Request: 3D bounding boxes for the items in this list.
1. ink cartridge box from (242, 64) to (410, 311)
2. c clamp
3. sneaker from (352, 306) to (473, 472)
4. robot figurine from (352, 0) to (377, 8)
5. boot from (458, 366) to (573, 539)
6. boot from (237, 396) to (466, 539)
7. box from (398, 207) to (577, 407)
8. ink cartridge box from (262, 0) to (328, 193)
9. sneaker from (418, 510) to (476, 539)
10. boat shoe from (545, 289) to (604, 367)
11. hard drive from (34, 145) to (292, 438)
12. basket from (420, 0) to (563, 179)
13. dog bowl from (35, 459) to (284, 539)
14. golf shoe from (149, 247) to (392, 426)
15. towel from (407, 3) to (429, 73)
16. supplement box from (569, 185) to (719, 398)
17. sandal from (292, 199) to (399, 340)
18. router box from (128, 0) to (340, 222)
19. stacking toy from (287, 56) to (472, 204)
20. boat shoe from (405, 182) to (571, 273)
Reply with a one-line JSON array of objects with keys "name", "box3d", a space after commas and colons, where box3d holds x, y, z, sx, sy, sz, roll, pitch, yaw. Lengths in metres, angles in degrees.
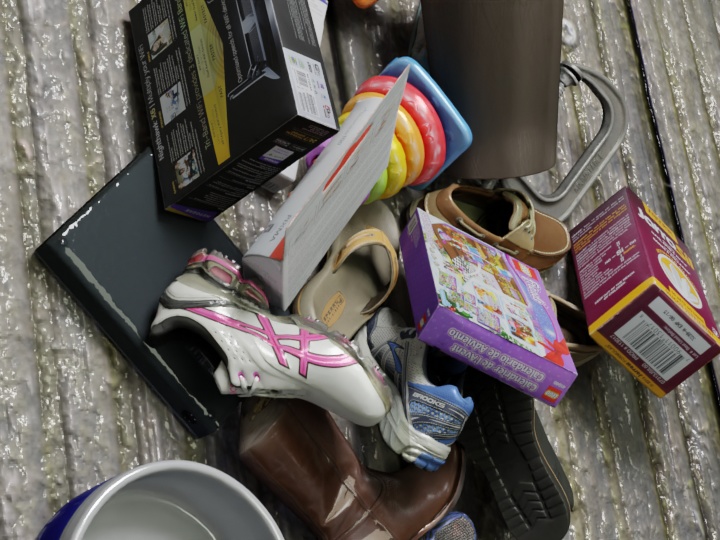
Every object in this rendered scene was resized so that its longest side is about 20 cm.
[{"name": "ink cartridge box", "box3d": [-0.030, -0.069, 1.062, 0.057, 0.200, 0.163, 32, 73, 11]}, {"name": "c clamp", "box3d": [0.193, -0.137, 1.422, 0.200, 0.027, 0.171, -47, 117, -13]}, {"name": "sneaker", "box3d": [0.055, 0.084, 1.182, 0.077, 0.085, 0.201, 29, 20, -28]}, {"name": "robot figurine", "box3d": [-0.025, -0.352, 1.313, 0.144, 0.116, 0.201, -41, 101, -31]}, {"name": "boot", "box3d": [0.141, 0.150, 1.271, 0.138, 0.077, 0.202, 1, 72, -75]}, {"name": "boot", "box3d": [-0.007, 0.146, 1.153, 0.201, 0.064, 0.187, 51, 44, -17]}, {"name": "box", "box3d": [0.106, 0.028, 1.197, 0.136, 0.039, 0.201, 26, 21, -14]}, {"name": "ink cartridge box", "box3d": [-0.090, -0.179, 1.242, 0.099, 0.039, 0.202, 27, 59, -29]}, {"name": "sneaker", "box3d": [0.054, 0.285, 1.154, 0.075, 0.078, 0.201, 46, 50, -17]}, {"name": "boat shoe", "box3d": [0.165, 0.041, 1.350, 0.198, 0.064, 0.072, 20, 61, -33]}, {"name": "hard drive", "box3d": [-0.151, 0.015, 1.119, 0.201, 0.033, 0.140, 51, 49, -13]}, {"name": "basket", "box3d": [0.126, -0.197, 1.301, 0.134, 0.180, 0.203, -9, 108, -16]}, {"name": "dog bowl", "box3d": [-0.146, 0.245, 1.003, 0.199, 0.078, 0.203, 16, 63, -35]}, {"name": "golf shoe", "box3d": [-0.070, 0.072, 1.072, 0.199, 0.073, 0.092, 31, 64, 7]}, {"name": "towel", "box3d": [0.136, -0.246, 1.450, 0.170, 0.048, 0.202, 31, 56, -26]}, {"name": "supplement box", "box3d": [0.285, 0.018, 1.391, 0.110, 0.086, 0.201, 40, 24, -20]}, {"name": "sandal", "box3d": [0.000, 0.000, 1.225, 0.081, 0.054, 0.201, 50, 37, -15]}, {"name": "router box", "box3d": [-0.107, -0.165, 1.117, 0.052, 0.156, 0.202, 15, 54, -47]}, {"name": "stacking toy", "box3d": [-0.006, -0.095, 1.231, 0.110, 0.116, 0.200, 50, 53, 1]}, {"name": "boat shoe", "box3d": [0.138, -0.042, 1.349, 0.198, 0.074, 0.076, 6, 61, -38]}]
